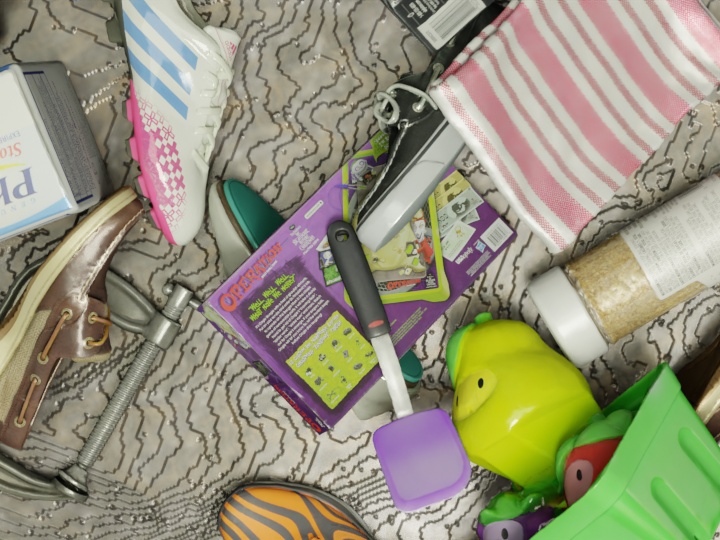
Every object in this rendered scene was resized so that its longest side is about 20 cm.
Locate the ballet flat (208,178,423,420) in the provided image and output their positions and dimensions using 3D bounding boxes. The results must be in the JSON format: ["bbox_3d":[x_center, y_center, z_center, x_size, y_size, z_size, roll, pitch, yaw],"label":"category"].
[{"bbox_3d":[-0.045,0.027,1.657,0.069,0.069,0.200,-45,93,4],"label":"ballet flat"}]

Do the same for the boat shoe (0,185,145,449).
[{"bbox_3d":[-0.196,0.035,1.635,0.072,0.072,0.200,37,100,-2],"label":"boat shoe"}]

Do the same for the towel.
[{"bbox_3d":[0.152,-0.130,1.604,0.200,0.030,0.146,-46,109,-16],"label":"towel"}]

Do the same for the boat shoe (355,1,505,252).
[{"bbox_3d":[0.042,-0.104,1.614,0.068,0.074,0.199,34,74,2],"label":"boat shoe"}]

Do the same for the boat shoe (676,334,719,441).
[{"bbox_3d":[0.260,0.084,1.637,0.072,0.072,0.200,35,101,-12],"label":"boat shoe"}]

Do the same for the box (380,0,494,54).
[{"bbox_3d":[0.011,-0.256,1.571,0.106,0.122,0.200,-41,71,4],"label":"box"}]

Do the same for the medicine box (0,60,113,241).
[{"bbox_3d":[-0.273,-0.058,1.582,0.182,0.200,0.103,-21,94,3],"label":"medicine box"}]

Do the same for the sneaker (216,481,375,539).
[{"bbox_3d":[-0.009,0.212,1.641,0.200,0.112,0.078,31,94,-1],"label":"sneaker"}]

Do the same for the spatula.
[{"bbox_3d":[0.018,0.059,1.585,0.056,0.021,0.200,-18,79,-6],"label":"spatula"}]

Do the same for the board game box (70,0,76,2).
[{"bbox_3d":[-0.169,-0.282,1.517,0.135,0.035,0.200,36,77,16],"label":"board game box"}]

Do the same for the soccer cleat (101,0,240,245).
[{"bbox_3d":[-0.118,-0.119,1.638,0.086,0.070,0.200,-11,93,5],"label":"soccer cleat"}]

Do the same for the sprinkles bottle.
[{"bbox_3d":[0.213,-0.012,1.640,0.200,0.068,0.068,-31,93,4],"label":"sprinkles bottle"}]

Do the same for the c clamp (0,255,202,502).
[{"bbox_3d":[-0.188,0.080,1.677,0.171,0.027,0.200,36,95,0],"label":"c clamp"}]

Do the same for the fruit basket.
[{"bbox_3d":[0.120,0.129,1.585,0.215,0.156,0.216,17,131,20],"label":"fruit basket"}]

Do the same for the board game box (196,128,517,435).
[{"bbox_3d":[0.000,0.000,1.624,0.120,0.032,0.200,48,66,-6],"label":"board game box"}]
